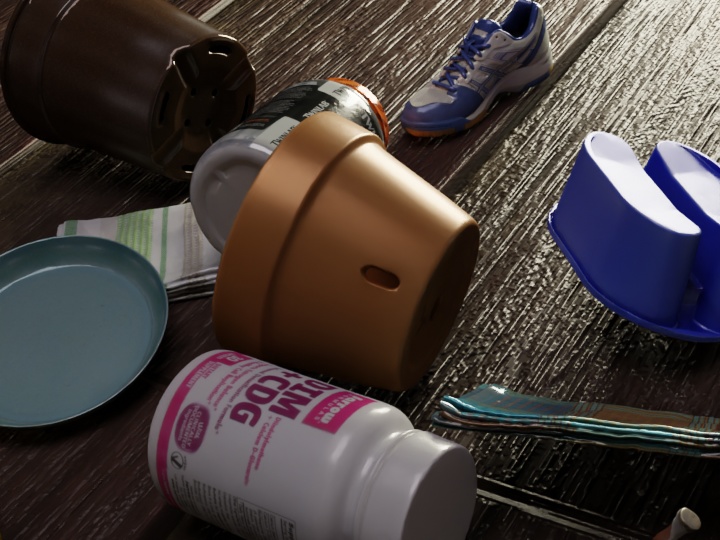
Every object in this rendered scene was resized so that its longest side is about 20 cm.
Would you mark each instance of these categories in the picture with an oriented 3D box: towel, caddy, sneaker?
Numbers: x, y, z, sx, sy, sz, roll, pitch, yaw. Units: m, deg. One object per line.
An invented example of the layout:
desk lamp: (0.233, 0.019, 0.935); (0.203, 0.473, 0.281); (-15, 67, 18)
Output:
towel: (-0.185, -0.021, 1.128); (0.198, 0.031, 0.150); (-12, 36, -1)
caddy: (0.228, -0.022, 0.954); (0.140, 0.106, 0.201); (6, 31, -18)
sneaker: (0.113, -0.210, 1.255); (0.199, 0.089, 0.075); (-35, 44, -28)
towel: (0.159, 0.098, 0.806); (0.198, 0.022, 0.146); (4, 0, 19)

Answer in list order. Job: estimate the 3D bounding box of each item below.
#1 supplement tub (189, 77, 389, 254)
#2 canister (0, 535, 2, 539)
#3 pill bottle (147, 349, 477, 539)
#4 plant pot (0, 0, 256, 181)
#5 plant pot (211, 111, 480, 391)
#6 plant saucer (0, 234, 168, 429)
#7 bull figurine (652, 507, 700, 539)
supplement tub: (-0.055, -0.094, 1.097); (0.121, 0.124, 0.200); (7, 30, 23)
canister: (-0.362, 0.195, 0.833); (0.199, 0.087, 0.148); (-32, 41, -29)
pill bottle: (-0.032, 0.130, 0.804); (0.198, 0.114, 0.113); (15, 43, 32)
plant pot: (-0.225, -0.192, 1.250); (0.197, 0.202, 0.200); (27, 49, 30)
plant pot: (0.000, 0.000, 0.928); (0.139, 0.201, 0.200); (24, 46, 16)
plant saucer: (-0.254, 0.053, 1.019); (0.197, 0.028, 0.202); (-3, 48, 3)
bull figurine: (0.139, 0.218, 0.645); (0.065, 0.122, 0.200); (34, 37, 0)
